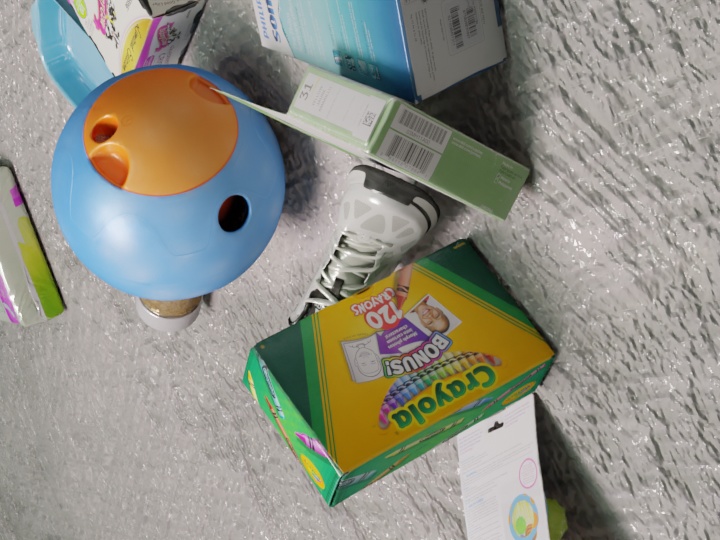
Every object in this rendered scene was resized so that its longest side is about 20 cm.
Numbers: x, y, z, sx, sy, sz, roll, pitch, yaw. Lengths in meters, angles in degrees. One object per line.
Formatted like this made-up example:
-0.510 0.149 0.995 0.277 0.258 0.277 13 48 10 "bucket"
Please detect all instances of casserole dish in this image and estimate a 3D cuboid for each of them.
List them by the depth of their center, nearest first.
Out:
-0.263 -0.201 1.775 0.200 0.039 0.121 47 148 29 "casserole dish"

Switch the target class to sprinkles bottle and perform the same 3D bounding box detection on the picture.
-0.179 -0.019 1.750 0.068 0.068 0.200 52 150 22 "sprinkles bottle"

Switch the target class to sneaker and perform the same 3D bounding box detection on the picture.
0.000 0.000 1.355 0.075 0.116 0.201 25 163 1 "sneaker"

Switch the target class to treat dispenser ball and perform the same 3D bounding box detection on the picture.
-0.164 -0.076 1.526 0.201 0.200 0.202 41 146 37 "treat dispenser ball"

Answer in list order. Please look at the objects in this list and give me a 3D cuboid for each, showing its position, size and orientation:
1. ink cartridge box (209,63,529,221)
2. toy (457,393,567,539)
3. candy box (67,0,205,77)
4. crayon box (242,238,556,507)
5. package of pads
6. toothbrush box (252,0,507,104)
0.005 -0.102 1.275 0.200 0.145 0.048 30 95 49 "ink cartridge box"
0.128 0.210 1.384 0.115 0.047 0.201 -36 50 54 "toy"
-0.226 -0.280 1.615 0.200 0.061 0.136 57 152 12 "candy box"
0.028 0.072 1.313 0.119 0.199 0.058 53 152 20 "crayon box"
-0.457 -0.032 2.234 0.154 0.068 0.201 7 119 58 "package of pads"
0.000 -0.216 1.239 0.200 0.085 0.147 25 135 50 "toothbrush box"
